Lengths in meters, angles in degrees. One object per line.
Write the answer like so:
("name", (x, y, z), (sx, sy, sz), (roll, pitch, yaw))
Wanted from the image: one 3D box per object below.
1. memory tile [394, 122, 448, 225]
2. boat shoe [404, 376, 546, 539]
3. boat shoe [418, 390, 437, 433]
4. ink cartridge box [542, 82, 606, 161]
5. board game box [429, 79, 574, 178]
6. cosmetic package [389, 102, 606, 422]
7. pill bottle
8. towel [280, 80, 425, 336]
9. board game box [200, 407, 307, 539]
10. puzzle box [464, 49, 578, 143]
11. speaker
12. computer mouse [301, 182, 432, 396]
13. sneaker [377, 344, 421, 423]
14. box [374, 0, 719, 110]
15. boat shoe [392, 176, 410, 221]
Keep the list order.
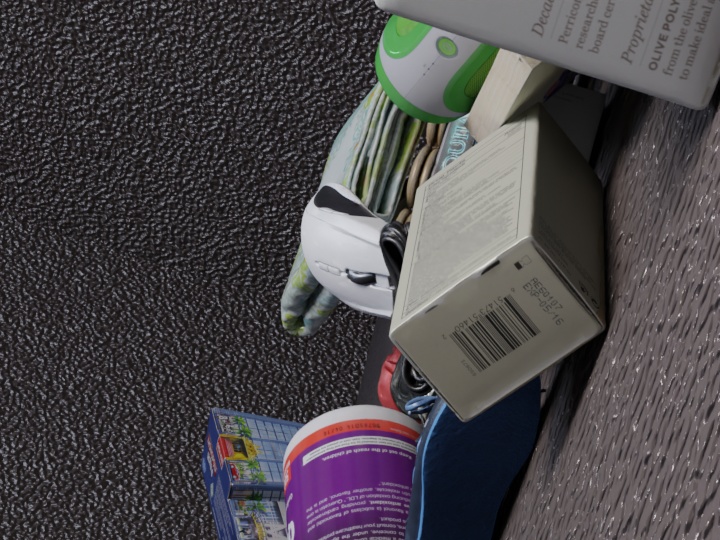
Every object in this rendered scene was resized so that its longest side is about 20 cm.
("memory tile", (0.057, -0.070, 1.468), (0.153, 0.017, 0.201), (72, -144, -70))
("boat shoe", (0.056, 0.114, 1.228), (0.069, 0.084, 0.201), (-105, 29, -53))
("boat shoe", (0.072, 0.092, 1.380), (0.200, 0.062, 0.073), (-80, 7, -78))
("ink cartridge box", (0.103, -0.022, 1.336), (0.115, 0.067, 0.201), (105, -178, -81))
("board game box", (0.115, -0.126, 1.469), (0.135, 0.028, 0.201), (47, -122, -57))
("cosmetic package", (0.083, -0.010, 1.138), (0.103, 0.073, 0.200), (-35, 16, 21))
("pill bottle", (0.006, 0.198, 1.346), (0.201, 0.112, 0.113), (-96, 17, -45))
("towel", (-0.003, -0.063, 1.492), (0.200, 0.048, 0.172), (124, 169, -58))
("board game box", (-0.009, 0.188, 1.499), (0.200, 0.198, 0.062), (-113, 31, -57))
("puzzle box", (0.129, -0.144, 1.199), (0.133, 0.025, 0.200), (-41, -5, -10))
("speaker", (0.085, -0.175, 1.225), (0.200, 0.088, 0.089), (-47, 22, 50))
("computer mouse", (0.000, 0.000, 1.299), (0.200, 0.044, 0.110), (-142, 37, -61))
("sneaker", (0.084, 0.033, 1.524), (0.202, 0.071, 0.098), (-64, 18, 0))
("box", (0.115, -0.216, 0.967), (0.199, 0.170, 0.201), (-78, 4, -70))
("boat shoe", (0.089, -0.071, 1.595), (0.200, 0.067, 0.074), (-39, 11, -9))
